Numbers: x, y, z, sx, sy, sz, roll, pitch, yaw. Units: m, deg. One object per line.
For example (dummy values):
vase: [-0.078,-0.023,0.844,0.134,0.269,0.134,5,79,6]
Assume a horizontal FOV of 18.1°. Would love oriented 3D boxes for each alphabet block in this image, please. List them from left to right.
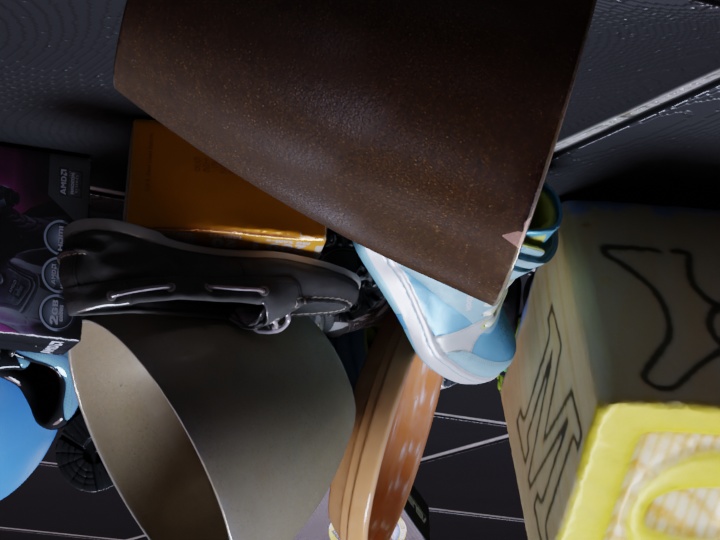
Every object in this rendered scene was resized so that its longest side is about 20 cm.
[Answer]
alphabet block: [0.214,0.092,1.509,0.195,0.200,0.197,3,130,-9]

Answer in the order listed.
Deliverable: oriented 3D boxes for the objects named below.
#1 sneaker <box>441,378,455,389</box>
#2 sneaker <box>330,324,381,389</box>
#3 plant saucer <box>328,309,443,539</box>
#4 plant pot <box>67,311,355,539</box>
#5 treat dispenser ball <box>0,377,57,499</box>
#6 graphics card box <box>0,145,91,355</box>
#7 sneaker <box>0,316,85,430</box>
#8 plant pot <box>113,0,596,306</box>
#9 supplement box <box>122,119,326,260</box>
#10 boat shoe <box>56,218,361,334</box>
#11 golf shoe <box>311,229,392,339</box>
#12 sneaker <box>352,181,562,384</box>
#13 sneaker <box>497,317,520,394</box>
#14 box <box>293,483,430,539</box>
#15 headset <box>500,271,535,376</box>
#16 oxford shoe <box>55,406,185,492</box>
sneaker: [-0.005,0.059,1.826,0.200,0.078,0.080,2,-175,17]
sneaker: [-0.019,0.112,1.746,0.130,0.080,0.200,4,123,16]
plant saucer: [0.019,0.107,1.582,0.037,0.201,0.200,16,167,11]
plant pot: [-0.083,0.093,1.473,0.134,0.201,0.200,-28,177,-24]
treat dispenser ball: [-0.317,0.083,1.656,0.200,0.201,0.201,1,165,0]
graphics card box: [-0.272,-0.020,1.416,0.200,0.126,0.051,9,162,-22]
sneaker: [-0.238,0.026,1.540,0.078,0.090,0.200,-13,122,42]
plant pot: [-0.006,-0.101,1.046,0.200,0.187,0.187,17,164,1]
supplement box: [-0.092,-0.029,1.461,0.126,0.074,0.200,4,165,-6]
boat shoe: [-0.093,0.016,1.380,0.200,0.057,0.067,11,160,-27]
golf shoe: [0.000,0.000,1.600,0.094,0.078,0.200,-14,173,-28]
sneaker: [0.087,0.002,1.467,0.130,0.080,0.200,-10,140,27]
sneaker: [0.183,0.069,1.799,0.083,0.074,0.200,17,158,-34]
box: [-0.058,0.159,1.704,0.160,0.044,0.200,-18,131,16]
headset: [0.121,0.039,1.654,0.123,0.094,0.200,-5,147,22]
oxford shoe: [-0.120,0.088,1.596,0.200,0.073,0.084,-27,172,1]
